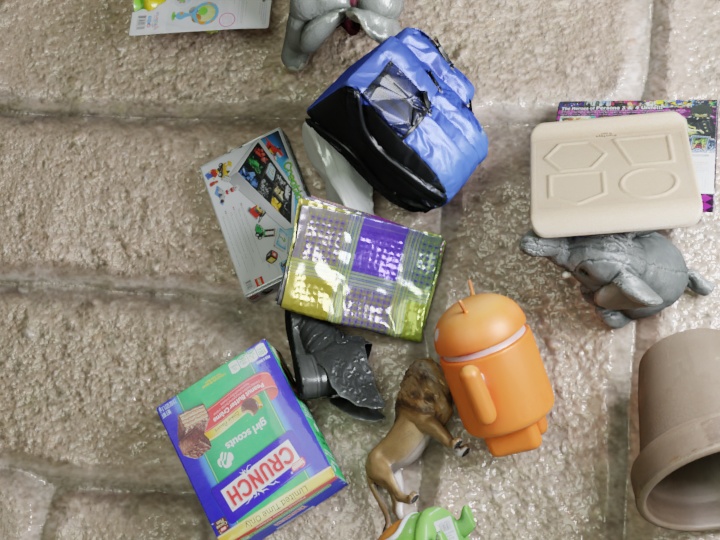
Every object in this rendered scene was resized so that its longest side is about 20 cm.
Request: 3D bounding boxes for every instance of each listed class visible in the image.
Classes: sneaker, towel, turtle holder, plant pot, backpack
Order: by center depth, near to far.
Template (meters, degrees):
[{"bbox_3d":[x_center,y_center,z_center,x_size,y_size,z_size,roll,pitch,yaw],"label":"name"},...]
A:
[{"bbox_3d":[0.380,0.164,1.407,0.198,0.201,0.176,-16,53,11],"label":"plant pot"},{"bbox_3d":[0.081,0.368,1.462,0.131,0.141,0.187,-23,109,24],"label":"turtle holder"},{"bbox_3d":[0.065,-0.183,1.578,0.200,0.162,0.168,47,74,-10],"label":"backpack"},{"bbox_3d":[0.000,0.000,1.589,0.198,0.023,0.145,16,86,-9],"label":"towel"},{"bbox_3d":[-0.034,0.100,1.600,0.103,0.060,0.201,-4,51,-10],"label":"sneaker"},{"bbox_3d":[-0.003,-0.117,1.657,0.088,0.075,0.202,-17,74,-16],"label":"sneaker"}]

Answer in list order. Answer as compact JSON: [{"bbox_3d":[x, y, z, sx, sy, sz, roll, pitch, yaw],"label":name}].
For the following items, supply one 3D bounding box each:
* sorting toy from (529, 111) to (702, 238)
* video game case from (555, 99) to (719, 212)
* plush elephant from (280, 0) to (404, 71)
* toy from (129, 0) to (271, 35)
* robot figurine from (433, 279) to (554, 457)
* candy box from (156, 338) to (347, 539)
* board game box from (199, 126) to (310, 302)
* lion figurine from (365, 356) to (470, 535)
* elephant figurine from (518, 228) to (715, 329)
[{"bbox_3d":[0.284,-0.106,1.447,0.183,0.037,0.201,-4,39,10],"label":"sorting toy"},{"bbox_3d":[0.327,-0.140,1.535,0.197,0.036,0.182,1,43,16],"label":"video game case"},{"bbox_3d":[-0.009,-0.355,1.682,0.153,0.200,0.166,18,72,1],"label":"plush elephant"},{"bbox_3d":[-0.219,-0.371,1.795,0.197,0.047,0.116,0,62,5],"label":"toy"},{"bbox_3d":[0.155,0.113,1.491,0.143,0.116,0.202,-28,104,-27],"label":"robot figurine"},{"bbox_3d":[-0.135,0.218,1.586,0.168,0.077,0.201,-32,69,4],"label":"candy box"},{"bbox_3d":[-0.125,-0.075,1.691,0.125,0.035,0.202,-25,69,9],"label":"board game box"},{"bbox_3d":[0.055,0.209,1.538,0.122,0.072,0.201,41,92,30],"label":"lion figurine"},{"bbox_3d":[0.293,-0.007,1.457,0.155,0.200,0.142,-37,69,10],"label":"elephant figurine"}]
